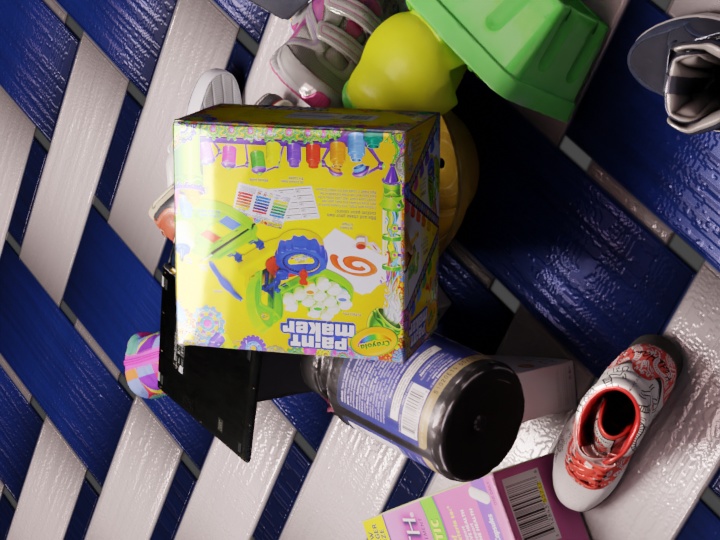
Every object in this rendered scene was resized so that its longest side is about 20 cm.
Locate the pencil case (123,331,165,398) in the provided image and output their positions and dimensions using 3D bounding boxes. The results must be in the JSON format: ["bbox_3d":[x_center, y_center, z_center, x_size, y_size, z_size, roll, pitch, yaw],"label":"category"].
[{"bbox_3d":[-0.189,0.092,1.966,0.200,0.088,0.089,-20,83,49],"label":"pencil case"}]

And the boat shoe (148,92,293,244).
[{"bbox_3d":[-0.149,-0.113,1.846,0.063,0.071,0.200,46,106,26],"label":"boat shoe"}]

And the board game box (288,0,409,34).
[{"bbox_3d":[0.007,-0.250,1.708,0.200,0.034,0.135,-17,86,48],"label":"board game box"}]

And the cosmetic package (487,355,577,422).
[{"bbox_3d":[0.101,0.108,1.648,0.200,0.082,0.051,0,99,47],"label":"cosmetic package"}]

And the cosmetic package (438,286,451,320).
[{"bbox_3d":[-0.007,-0.005,1.751,0.200,0.071,0.102,54,133,24],"label":"cosmetic package"}]

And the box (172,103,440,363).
[{"bbox_3d":[-0.043,-0.035,1.466,0.199,0.122,0.193,4,103,15],"label":"box"}]

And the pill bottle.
[{"bbox_3d":[0.041,0.105,1.570,0.200,0.112,0.112,24,116,43],"label":"pill bottle"}]

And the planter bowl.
[{"bbox_3d":[0.052,-0.098,1.655,0.200,0.083,0.201,14,110,46],"label":"planter bowl"}]

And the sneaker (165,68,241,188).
[{"bbox_3d":[-0.182,-0.131,1.914,0.071,0.073,0.201,30,120,36],"label":"sneaker"}]

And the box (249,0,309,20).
[{"bbox_3d":[-0.048,-0.376,1.611,0.200,0.124,0.197,-35,39,45],"label":"box"}]

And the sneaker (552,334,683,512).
[{"bbox_3d":[0.204,0.151,1.516,0.067,0.108,0.202,35,124,12],"label":"sneaker"}]

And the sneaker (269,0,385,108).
[{"bbox_3d":[-0.023,-0.215,1.607,0.088,0.081,0.200,-41,25,30],"label":"sneaker"}]

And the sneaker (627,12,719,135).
[{"bbox_3d":[0.259,-0.157,1.370,0.202,0.146,0.077,15,111,47],"label":"sneaker"}]

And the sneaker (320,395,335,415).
[{"bbox_3d":[-0.044,0.075,1.793,0.200,0.095,0.079,49,132,31],"label":"sneaker"}]

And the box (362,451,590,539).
[{"bbox_3d":[0.121,0.287,1.655,0.200,0.097,0.176,-28,78,48],"label":"box"}]

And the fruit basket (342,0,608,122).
[{"bbox_3d":[0.083,-0.197,1.533,0.215,0.155,0.216,-5,81,34],"label":"fruit basket"}]

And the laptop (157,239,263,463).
[{"bbox_3d":[-0.134,0.043,1.685,0.200,0.116,0.188,38,145,22],"label":"laptop"}]

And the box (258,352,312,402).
[{"bbox_3d":[-0.100,0.006,1.695,0.141,0.079,0.201,-120,26,-55],"label":"box"}]
